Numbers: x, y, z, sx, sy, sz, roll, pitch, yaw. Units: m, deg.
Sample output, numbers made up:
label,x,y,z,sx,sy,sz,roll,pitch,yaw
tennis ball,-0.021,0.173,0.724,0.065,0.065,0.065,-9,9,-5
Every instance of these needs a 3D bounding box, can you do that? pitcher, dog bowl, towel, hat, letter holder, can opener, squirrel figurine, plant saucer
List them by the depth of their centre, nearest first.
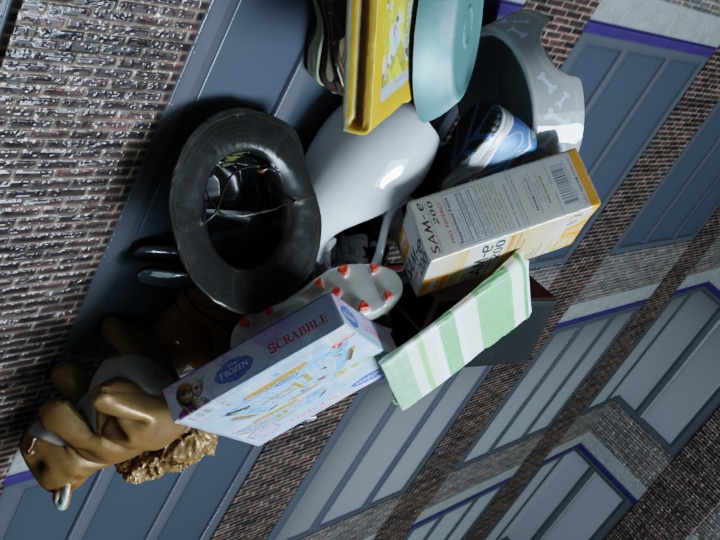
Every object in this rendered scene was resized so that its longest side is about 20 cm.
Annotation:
label,x,y,z,sx,sy,sz,roll,pitch,yaw
hat,-0.131,-0.059,1.003,0.199,0.080,0.203,-4,95,-46
plant saucer,0.093,-0.248,1.014,0.200,0.036,0.202,10,90,-77
can opener,-0.146,-0.004,1.072,0.198,0.064,0.079,8,135,-27
squirrel figurine,-0.262,0.182,1.088,0.199,0.142,0.187,33,111,-33
pitcher,0.003,-0.088,1.108,0.200,0.121,0.172,-43,118,3
towel,0.110,0.070,1.128,0.199,0.023,0.153,-36,153,-8
dog bowl,0.176,-0.196,1.163,0.058,0.201,0.201,-14,143,-21
letter holder,0.118,0.039,1.260,0.198,0.142,0.101,1,122,-37

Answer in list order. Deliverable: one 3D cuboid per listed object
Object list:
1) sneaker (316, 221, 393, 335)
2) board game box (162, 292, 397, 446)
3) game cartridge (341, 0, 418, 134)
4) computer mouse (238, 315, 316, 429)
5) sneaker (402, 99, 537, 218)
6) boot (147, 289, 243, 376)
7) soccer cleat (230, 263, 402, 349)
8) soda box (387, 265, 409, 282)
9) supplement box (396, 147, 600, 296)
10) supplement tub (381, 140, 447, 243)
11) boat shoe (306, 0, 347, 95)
label,x,y,z,sx,sy,sz,roll,pitch,yaw
sneaker,0.000,0.000,1.201,0.075,0.200,0.088,26,110,-33
board game box,-0.073,0.110,1.056,0.199,0.041,0.199,-30,156,9
game cartridge,0.034,-0.236,0.924,0.200,0.032,0.178,-47,144,-58
computer mouse,-0.104,0.122,1.168,0.137,0.053,0.202,-1,126,-21
sneaker,0.115,-0.105,1.119,0.076,0.076,0.200,16,147,-28
boot,-0.158,0.063,1.186,0.199,0.077,0.156,11,123,-46
soccer cleat,-0.048,0.049,1.089,0.198,0.070,0.078,-22,158,-16
soda box,0.050,0.037,1.441,0.199,0.071,0.064,-3,134,-53
supplement box,0.147,-0.050,1.105,0.198,0.074,0.126,-18,164,-9
supplement tub,0.111,-0.073,1.289,0.145,0.145,0.200,-46,154,4
boat shoe,-0.004,-0.247,0.951,0.074,0.075,0.203,-32,151,-23
